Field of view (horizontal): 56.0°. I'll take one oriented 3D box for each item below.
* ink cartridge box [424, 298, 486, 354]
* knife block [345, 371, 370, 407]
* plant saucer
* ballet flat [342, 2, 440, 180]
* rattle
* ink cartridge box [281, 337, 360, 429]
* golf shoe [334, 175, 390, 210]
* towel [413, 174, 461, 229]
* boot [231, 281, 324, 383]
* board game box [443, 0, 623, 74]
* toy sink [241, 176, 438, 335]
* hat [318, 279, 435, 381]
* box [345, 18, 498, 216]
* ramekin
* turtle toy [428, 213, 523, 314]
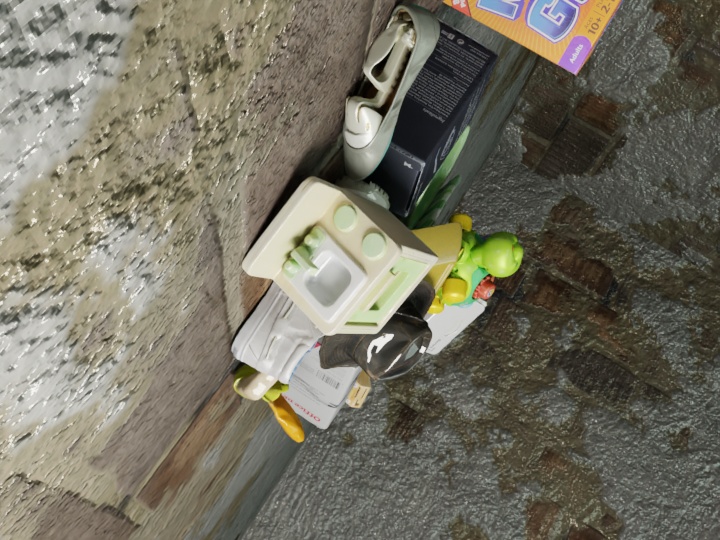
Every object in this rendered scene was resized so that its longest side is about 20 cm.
[{"bbox_3d":[0.123,0.031,1.256,0.146,0.084,0.201,-47,-139,20],"label":"ink cartridge box"},{"bbox_3d":[-0.021,0.145,1.312,0.175,0.200,0.064,-30,153,-45],"label":"knife block"},{"bbox_3d":[0.051,0.027,0.991,0.199,0.049,0.201,-12,143,-38],"label":"plant saucer"},{"bbox_3d":[0.016,-0.194,0.740,0.063,0.067,0.201,3,121,-50],"label":"ballet flat"},{"bbox_3d":[-0.077,0.123,0.977,0.200,0.143,0.130,-52,180,-20],"label":"rattle"},{"bbox_3d":[-0.075,0.158,1.153,0.083,0.145,0.201,-50,169,-44],"label":"ink cartridge box"},{"bbox_3d":[-0.010,-0.048,0.913,0.200,0.078,0.098,98,7,-67],"label":"golf shoe"},{"bbox_3d":[0.096,-0.065,1.166,0.152,0.023,0.200,-41,-168,52],"label":"towel"},{"bbox_3d":[-0.078,0.051,0.898,0.201,0.095,0.074,-58,173,-17],"label":"boot"},{"bbox_3d":[0.262,-0.411,0.888,0.200,0.199,0.201,-48,167,-55],"label":"board game box"},{"bbox_3d":[-0.014,-0.007,0.774,0.131,0.112,0.200,-51,157,12],"label":"toy sink"},{"bbox_3d":[0.042,0.106,0.962,0.200,0.081,0.201,-27,152,-16],"label":"hat"},{"bbox_3d":[0.077,-0.198,0.893,0.201,0.104,0.148,-55,173,-22],"label":"box"},{"bbox_3d":[0.081,-0.165,1.078,0.201,0.097,0.200,-57,173,-11],"label":"ramekin"},{"bbox_3d":[0.173,-0.008,1.065,0.200,0.100,0.147,142,-41,-64],"label":"turtle toy"}]
